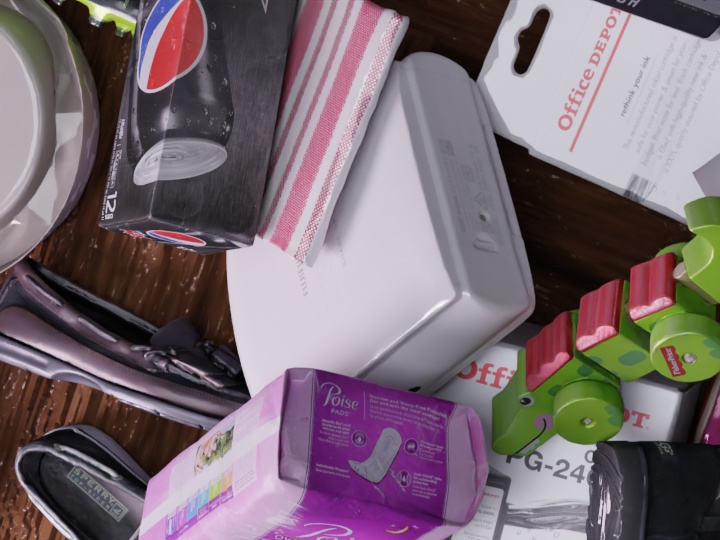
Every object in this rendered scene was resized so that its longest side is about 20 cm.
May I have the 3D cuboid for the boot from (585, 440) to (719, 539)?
[{"bbox_3d":[0.219,0.163,1.458,0.200,0.066,0.165,-1,115,-14],"label":"boot"}]

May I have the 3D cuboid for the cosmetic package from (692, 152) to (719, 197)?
[{"bbox_3d":[0.265,0.002,1.448,0.083,0.051,0.200,-37,117,8],"label":"cosmetic package"}]

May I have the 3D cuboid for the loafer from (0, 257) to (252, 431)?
[{"bbox_3d":[-0.127,0.046,1.600,0.200,0.072,0.063,17,93,17],"label":"loafer"}]

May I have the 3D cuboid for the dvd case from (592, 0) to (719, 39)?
[{"bbox_3d":[0.097,-0.211,1.445,0.025,0.200,0.150,-46,38,44],"label":"dvd case"}]

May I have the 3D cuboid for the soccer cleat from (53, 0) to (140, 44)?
[{"bbox_3d":[-0.153,-0.189,1.581,0.200,0.068,0.081,33,95,26],"label":"soccer cleat"}]

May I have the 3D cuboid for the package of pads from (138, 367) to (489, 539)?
[{"bbox_3d":[-0.029,0.124,1.475,0.120,0.200,0.076,14,63,-22],"label":"package of pads"}]

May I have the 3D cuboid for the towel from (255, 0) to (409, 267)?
[{"bbox_3d":[-0.047,-0.098,1.530,0.200,0.030,0.146,33,105,54],"label":"towel"}]

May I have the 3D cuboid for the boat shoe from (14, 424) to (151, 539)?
[{"bbox_3d":[-0.118,0.163,1.603,0.199,0.068,0.074,44,103,9],"label":"boat shoe"}]

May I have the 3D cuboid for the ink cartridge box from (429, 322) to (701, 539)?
[{"bbox_3d":[0.095,0.136,1.535,0.145,0.083,0.200,15,97,14],"label":"ink cartridge box"}]

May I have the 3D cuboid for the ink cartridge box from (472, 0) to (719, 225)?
[{"bbox_3d":[0.172,-0.094,1.510,0.200,0.067,0.116,26,100,12],"label":"ink cartridge box"}]

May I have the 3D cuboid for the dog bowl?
[{"bbox_3d":[-0.245,-0.089,1.626,0.200,0.059,0.200,1,92,16],"label":"dog bowl"}]

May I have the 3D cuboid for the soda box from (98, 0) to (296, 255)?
[{"bbox_3d":[-0.084,-0.114,1.497,0.063,0.071,0.200,-7,71,57],"label":"soda box"}]

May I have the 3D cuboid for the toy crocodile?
[{"bbox_3d":[0.133,0.033,1.418,0.062,0.068,0.200,31,133,-25],"label":"toy crocodile"}]

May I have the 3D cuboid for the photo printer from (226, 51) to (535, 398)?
[{"bbox_3d":[0.000,0.000,1.510,0.200,0.069,0.167,-40,52,41],"label":"photo printer"}]

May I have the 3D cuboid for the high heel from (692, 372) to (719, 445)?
[{"bbox_3d":[0.225,0.123,1.515,0.096,0.067,0.200,15,104,7],"label":"high heel"}]
